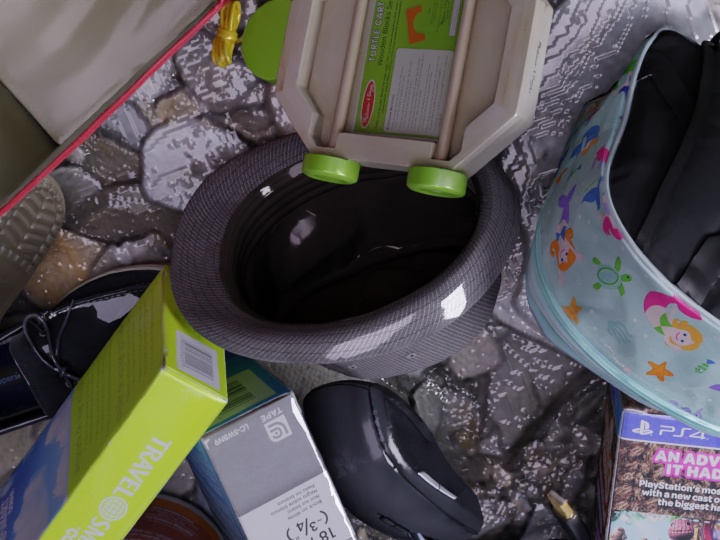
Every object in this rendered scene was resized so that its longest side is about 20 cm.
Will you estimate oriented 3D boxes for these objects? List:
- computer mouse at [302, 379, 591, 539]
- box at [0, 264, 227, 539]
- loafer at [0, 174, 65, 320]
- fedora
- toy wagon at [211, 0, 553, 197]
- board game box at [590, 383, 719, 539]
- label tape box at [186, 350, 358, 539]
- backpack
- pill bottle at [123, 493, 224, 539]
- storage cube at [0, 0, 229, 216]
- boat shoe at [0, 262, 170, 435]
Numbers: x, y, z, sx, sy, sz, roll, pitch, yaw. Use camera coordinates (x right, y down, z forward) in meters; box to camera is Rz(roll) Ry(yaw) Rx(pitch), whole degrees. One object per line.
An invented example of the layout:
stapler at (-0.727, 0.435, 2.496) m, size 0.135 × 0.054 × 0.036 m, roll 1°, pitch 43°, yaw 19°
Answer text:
computer mouse at (0.053, 0.140, 0.948) m, size 0.140 × 0.046 × 0.200 m, roll -7°, pitch 133°, yaw 31°
box at (-0.149, 0.107, 0.914) m, size 0.047 × 0.122 × 0.200 m, roll 31°, pitch 110°, yaw -20°
loafer at (-0.254, 0.018, 0.952) m, size 0.200 × 0.068 × 0.076 m, roll -53°, pitch 143°, yaw -11°
fedora at (0.000, 0.000, 0.918) m, size 0.199 × 0.178 × 0.091 m, roll -14°, pitch 137°, yaw 11°
toy wagon at (0.008, -0.124, 0.889) m, size 0.199 × 0.039 × 0.156 m, roll 9°, pitch 86°, yaw 32°
board game box at (0.221, 0.161, 0.967) m, size 0.158 × 0.097 × 0.202 m, roll 6°, pitch 110°, yaw 3°
label tape box at (-0.047, 0.155, 0.961) m, size 0.063 × 0.144 × 0.201 m, roll -26°, pitch 106°, yaw -12°
backpack at (0.177, -0.010, 0.860) m, size 0.177 × 0.200 × 0.151 m, roll 33°, pitch 129°, yaw -8°
pill bottle at (-0.145, 0.227, 0.968) m, size 0.111 × 0.200 × 0.113 m, roll 2°, pitch 110°, yaw 5°
storage cube at (-0.174, -0.163, 0.846) m, size 0.200 × 0.180 × 0.171 m, roll -40°, pitch 102°, yaw 17°
boat shoe at (-0.186, 0.056, 0.986) m, size 0.199 × 0.062 × 0.075 m, roll -21°, pitch 104°, yaw 10°
